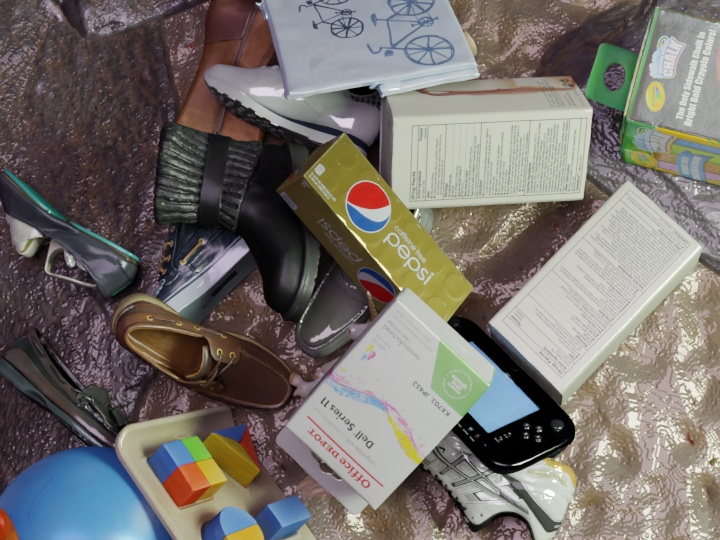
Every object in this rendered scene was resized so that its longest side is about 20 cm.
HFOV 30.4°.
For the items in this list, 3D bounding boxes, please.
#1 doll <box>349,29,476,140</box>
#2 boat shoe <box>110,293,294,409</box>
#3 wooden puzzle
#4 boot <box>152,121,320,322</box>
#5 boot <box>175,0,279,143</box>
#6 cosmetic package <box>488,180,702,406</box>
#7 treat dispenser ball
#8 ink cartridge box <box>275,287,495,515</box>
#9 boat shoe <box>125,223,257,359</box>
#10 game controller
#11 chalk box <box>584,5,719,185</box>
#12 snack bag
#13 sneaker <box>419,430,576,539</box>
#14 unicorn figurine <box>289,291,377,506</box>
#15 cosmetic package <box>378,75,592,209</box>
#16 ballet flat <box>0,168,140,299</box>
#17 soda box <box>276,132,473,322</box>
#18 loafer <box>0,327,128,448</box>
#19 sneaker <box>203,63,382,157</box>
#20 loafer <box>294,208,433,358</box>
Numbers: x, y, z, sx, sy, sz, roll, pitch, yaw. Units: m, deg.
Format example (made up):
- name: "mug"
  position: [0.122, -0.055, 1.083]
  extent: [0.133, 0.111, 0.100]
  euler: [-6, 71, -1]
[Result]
- name: "doll"
  position: [0.029, -0.195, 1.404]
  extent: [0.199, 0.048, 0.137]
  euler: [-36, 94, -1]
- name: "boat shoe"
  position: [-0.154, 0.092, 1.306]
  extent: [0.198, 0.068, 0.073]
  euler: [27, 99, -18]
- name: "wooden puzzle"
  position: [-0.119, 0.216, 1.246]
  extent: [0.046, 0.185, 0.201]
  euler: [-41, 73, 23]
- name: "boot"
  position: [-0.128, -0.048, 1.305]
  extent: [0.156, 0.080, 0.213]
  euler: [6, 53, -19]
- name: "boot"
  position: [-0.093, -0.209, 1.423]
  extent: [0.186, 0.068, 0.203]
  euler: [14, 83, 0]
- name: "cosmetic package"
  position: [0.230, 0.023, 1.301]
  extent: [0.200, 0.073, 0.104]
  euler: [-44, 73, -4]
- name: "treat dispenser ball"
  position: [-0.255, 0.268, 1.242]
  extent: [0.198, 0.201, 0.204]
  euler: [-2, 74, 8]
- name: "ink cartridge box"
  position: [0.015, 0.130, 1.202]
  extent: [0.117, 0.067, 0.200]
  euler: [41, 104, 1]
- name: "boat shoe"
  position: [-0.184, -0.001, 1.379]
  extent: [0.200, 0.071, 0.091]
  euler: [-42, 72, -12]
- name: "game controller"
  position: [0.113, 0.116, 1.266]
  extent: [0.103, 0.043, 0.200]
  euler: [-12, 40, -32]
- name: "chalk box"
  position: [0.326, -0.171, 1.315]
  extent: [0.197, 0.124, 0.126]
  euler: [16, 79, 14]
- name: "snack bag"
  position: [0.004, -0.235, 1.333]
  extent: [0.197, 0.022, 0.190]
  euler: [-11, 45, -6]
- name: "sneaker"
  position: [0.103, 0.202, 1.270]
  extent: [0.197, 0.076, 0.089]
  euler: [16, 82, 16]
- name: "unicorn figurine"
  position: [-0.012, 0.124, 1.289]
  extent: [0.136, 0.073, 0.203]
  euler: [-7, 89, 40]
- name: "cosmetic package"
  position: [0.120, -0.128, 1.311]
  extent: [0.197, 0.105, 0.088]
  euler: [-2, 31, -8]
- name: "ballet flat"
  position: [-0.327, -0.034, 1.408]
  extent: [0.199, 0.073, 0.073]
  euler: [33, 82, 14]
- name: "soda box"
  position: [0.015, -0.029, 1.270]
  extent: [0.200, 0.064, 0.068]
  euler: [50, 61, -13]
- name: "loafer"
  position: [-0.291, 0.130, 1.357]
  extent: [0.199, 0.072, 0.063]
  euler: [33, 76, 18]
- name: "sneaker"
  position: [-0.068, -0.179, 1.368]
  extent: [0.198, 0.076, 0.081]
  euler: [23, 86, 12]
- name: "loafer"
  position: [0.000, 0.000, 1.345]
  extent: [0.070, 0.070, 0.201]
  euler: [34, 82, 16]
